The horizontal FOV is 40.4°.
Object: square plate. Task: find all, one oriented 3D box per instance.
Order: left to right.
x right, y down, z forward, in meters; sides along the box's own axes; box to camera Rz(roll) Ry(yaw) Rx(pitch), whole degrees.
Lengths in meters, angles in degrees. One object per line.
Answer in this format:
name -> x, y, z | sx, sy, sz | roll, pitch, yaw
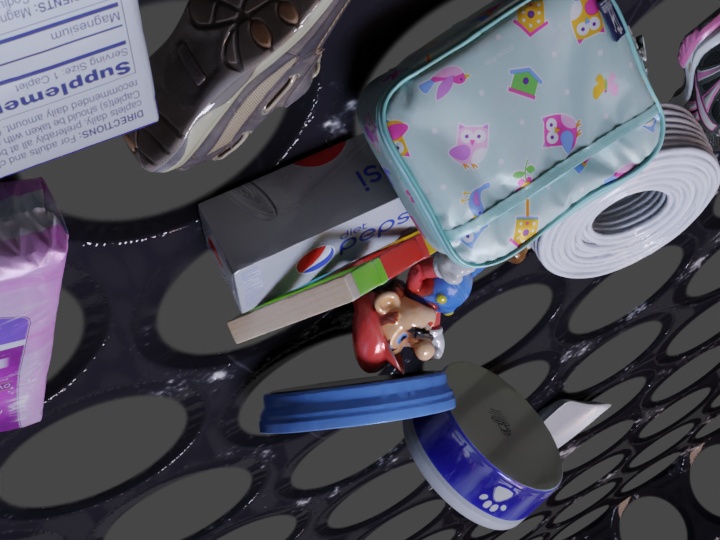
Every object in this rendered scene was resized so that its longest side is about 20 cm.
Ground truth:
square plate -> 0.313, 0.277, 1.669 | 0.200, 0.029, 0.197 | -44, 150, 21

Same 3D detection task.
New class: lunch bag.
lunch bag -> 0.113, -0.105, 0.689 | 0.199, 0.161, 0.077 | -32, -165, -5

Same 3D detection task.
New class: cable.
cable -> 0.250, -0.073, 0.953 | 0.198, 0.070, 0.200 | -22, 150, 5

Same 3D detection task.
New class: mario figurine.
mario figurine -> 0.080, 0.033, 0.936 | 0.200, 0.106, 0.124 | -41, 118, 0

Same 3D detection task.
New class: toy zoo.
toy zoo -> 0.000, 0.000, 0.795 | 0.131, 0.021, 0.199 | -21, -175, 39

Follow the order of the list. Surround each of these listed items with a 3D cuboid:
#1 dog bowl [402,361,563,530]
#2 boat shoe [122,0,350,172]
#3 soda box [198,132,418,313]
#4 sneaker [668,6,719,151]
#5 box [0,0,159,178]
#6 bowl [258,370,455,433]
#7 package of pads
dog bowl -> 0.151, 0.212, 1.206 | 0.199, 0.201, 0.079 | 6, 132, -50
boat shoe -> -0.062, -0.134, 0.573 | 0.200, 0.075, 0.073 | -37, 163, 29
soda box -> -0.019, -0.049, 0.745 | 0.199, 0.069, 0.064 | -25, 154, -13
sneaker -> 0.346, -0.157, 0.929 | 0.080, 0.087, 0.200 | -34, 153, 7
box -> -0.193, -0.129, 0.392 | 0.183, 0.105, 0.201 | -23, 151, -17
bowl -> -0.005, 0.130, 0.987 | 0.198, 0.040, 0.201 | -7, 175, -1
package of pads -> -0.259, 0.033, 0.622 | 0.120, 0.076, 0.201 | -10, 145, -31
